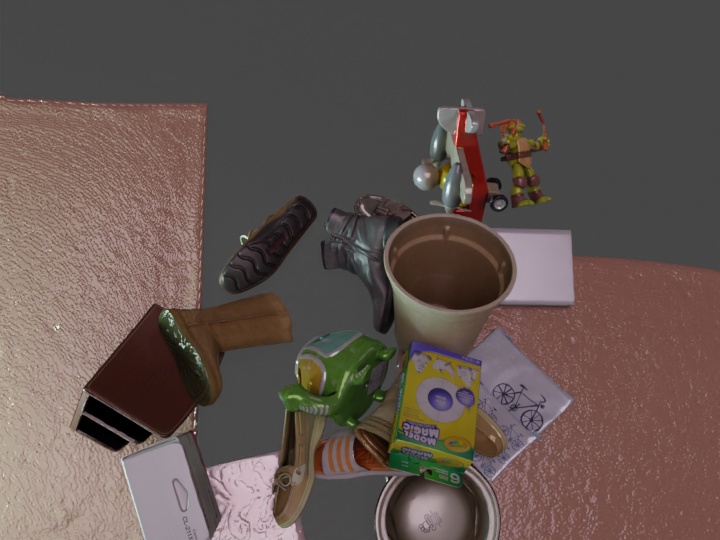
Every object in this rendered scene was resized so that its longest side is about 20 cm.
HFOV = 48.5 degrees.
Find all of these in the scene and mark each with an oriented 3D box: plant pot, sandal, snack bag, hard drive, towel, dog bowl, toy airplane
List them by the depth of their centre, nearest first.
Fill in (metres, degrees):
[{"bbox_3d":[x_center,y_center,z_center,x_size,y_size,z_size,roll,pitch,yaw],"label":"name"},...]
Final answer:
[{"bbox_3d":[0.008,0.274,1.237,0.205,0.059,0.079,-5,41,14],"label":"sandal"},{"bbox_3d":[-0.185,0.398,1.241,0.190,0.032,0.201,-10,81,-8],"label":"towel"},{"bbox_3d":[0.127,0.045,1.249,0.199,0.184,0.201,3,48,-3],"label":"plant pot"},{"bbox_3d":[0.116,0.391,1.258,0.199,0.074,0.202,1,80,-7],"label":"dog bowl"},{"bbox_3d":[0.218,0.210,1.291,0.200,0.021,0.189,-38,59,-12],"label":"snack bag"},{"bbox_3d":[0.151,-0.176,1.303,0.140,0.200,0.200,-15,79,8],"label":"toy airplane"},{"bbox_3d":[0.266,-0.006,1.373,0.199,0.025,0.133,1,80,-7],"label":"hard drive"}]

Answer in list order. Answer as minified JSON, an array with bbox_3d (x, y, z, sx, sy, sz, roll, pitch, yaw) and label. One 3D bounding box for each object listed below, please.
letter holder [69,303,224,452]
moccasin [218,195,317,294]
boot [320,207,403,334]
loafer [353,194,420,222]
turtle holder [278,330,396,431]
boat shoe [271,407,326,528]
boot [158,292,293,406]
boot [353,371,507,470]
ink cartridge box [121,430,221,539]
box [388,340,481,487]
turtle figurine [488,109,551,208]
[{"bbox_3d":[-0.305,0.172,1.182,0.142,0.101,0.200,31,38,-3],"label":"letter holder"},{"bbox_3d":[-0.156,-0.042,1.309,0.074,0.078,0.202,40,73,-14],"label":"moccasin"},{"bbox_3d":[0.000,0.000,1.323,0.131,0.070,0.202,5,94,14],"label":"boot"},{"bbox_3d":[0.082,-0.073,1.343,0.199,0.063,0.072,32,77,-1],"label":"loafer"},{"bbox_3d":[-0.039,0.173,1.238,0.131,0.141,0.186,23,58,25],"label":"turtle holder"},{"bbox_3d":[-0.105,0.289,1.222,0.063,0.073,0.202,30,55,-22],"label":"boat shoe"},{"bbox_3d":[-0.183,0.109,1.208,0.199,0.066,0.176,-6,54,-42],"label":"boot"},{"bbox_3d":[0.105,0.250,1.197,0.199,0.073,0.155,32,43,17],"label":"boot"},{"bbox_3d":[-0.263,0.311,1.129,0.082,0.200,0.147,-18,83,-8],"label":"ink cartridge box"},{"bbox_3d":[0.109,0.206,1.157,0.117,0.048,0.201,16,51,-5],"label":"box"},{"bbox_3d":[0.270,-0.190,1.369,0.199,0.064,0.162,-12,92,-53],"label":"turtle figurine"}]
